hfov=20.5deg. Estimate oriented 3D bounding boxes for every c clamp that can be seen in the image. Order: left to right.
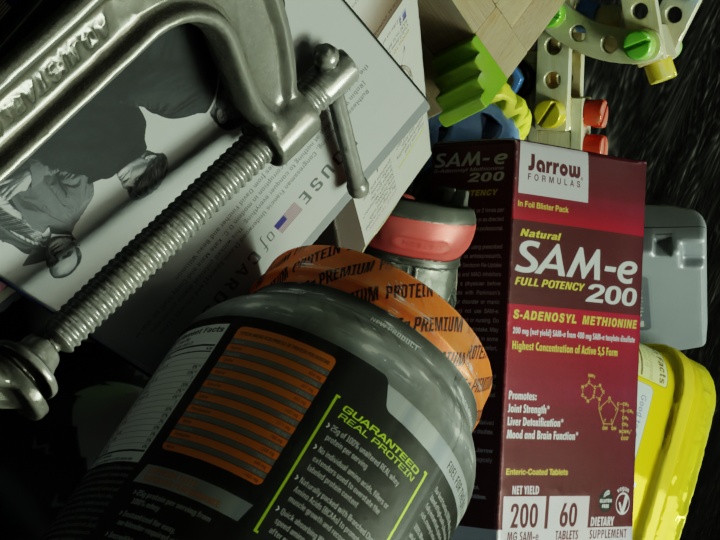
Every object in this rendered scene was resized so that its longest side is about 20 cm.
[{"bbox_3d":[-0.070,-0.023,0.643,0.200,0.027,0.171,-42,146,-24],"label":"c clamp"}]

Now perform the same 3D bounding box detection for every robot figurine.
[{"bbox_3d":[-0.122,0.098,0.788,0.200,0.125,0.150,-33,146,-55],"label":"robot figurine"}]

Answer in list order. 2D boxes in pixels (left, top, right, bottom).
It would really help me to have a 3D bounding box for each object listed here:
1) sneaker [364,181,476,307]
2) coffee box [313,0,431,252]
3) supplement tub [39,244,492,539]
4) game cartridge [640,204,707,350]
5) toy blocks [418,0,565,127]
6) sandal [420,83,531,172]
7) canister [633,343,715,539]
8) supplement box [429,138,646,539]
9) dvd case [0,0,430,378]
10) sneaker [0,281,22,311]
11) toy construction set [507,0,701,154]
[{"bbox_3d":[0.000,0.000,0.965,0.200,0.071,0.098,-154,-107,-76],"label":"sneaker"},{"bbox_3d":[-0.042,-0.102,0.801,0.080,0.113,0.200,-55,155,-28],"label":"coffee box"},{"bbox_3d":[-0.039,0.094,0.689,0.200,0.122,0.123,-57,156,-31],"label":"supplement tub"},{"bbox_3d":[0.100,0.010,1.152,0.133,0.200,0.042,70,21,-63],"label":"game cartridge"},{"bbox_3d":[0.038,-0.169,0.909,0.137,0.100,0.200,53,43,-15],"label":"toy blocks"},{"bbox_3d":[0.026,-0.083,1.047,0.087,0.079,0.200,-64,150,-2],"label":"sandal"},{"bbox_3d":[0.086,0.084,1.099,0.200,0.087,0.149,25,76,-28],"label":"canister"},{"bbox_3d":[0.088,0.039,1.006,0.109,0.061,0.200,5,86,-44],"label":"supplement box"},{"bbox_3d":[-0.065,-0.048,0.684,0.150,0.025,0.200,-49,149,-1],"label":"dvd case"},{"bbox_3d":[-0.143,-0.029,0.689,0.200,0.070,0.082,-52,158,-38],"label":"sneaker"},{"bbox_3d":[0.142,-0.090,1.210,0.092,0.131,0.200,22,73,-68],"label":"toy construction set"}]
